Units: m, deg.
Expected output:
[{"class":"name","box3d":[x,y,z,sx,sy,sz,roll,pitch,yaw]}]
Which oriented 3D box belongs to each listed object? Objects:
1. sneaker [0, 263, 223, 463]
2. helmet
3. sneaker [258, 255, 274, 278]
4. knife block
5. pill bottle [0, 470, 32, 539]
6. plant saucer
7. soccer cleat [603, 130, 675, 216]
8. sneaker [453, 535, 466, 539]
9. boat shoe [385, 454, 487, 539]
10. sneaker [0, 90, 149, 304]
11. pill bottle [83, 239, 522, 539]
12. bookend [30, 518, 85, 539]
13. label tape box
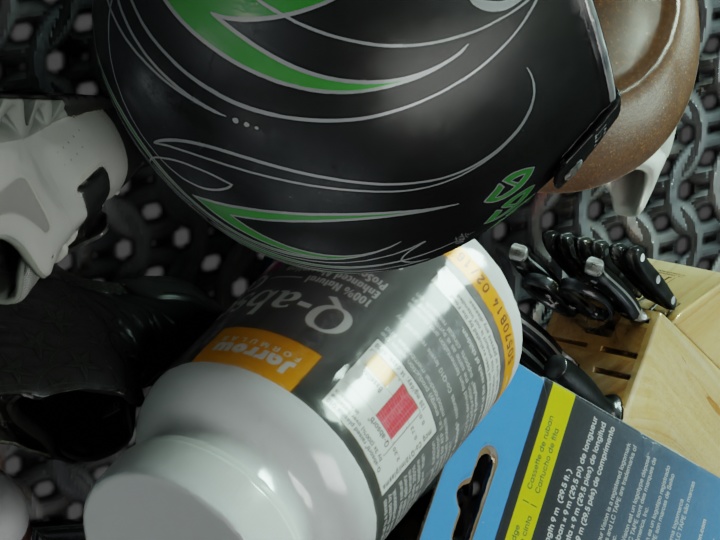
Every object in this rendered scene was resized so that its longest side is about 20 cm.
[{"class":"sneaker","box3d":[-0.120,0.046,1.083,0.060,0.104,0.199,-44,142,23]},{"class":"helmet","box3d":[-0.010,-0.097,1.016,0.190,0.200,0.201,-23,120,-2]},{"class":"sneaker","box3d":[0.000,0.000,1.185,0.074,0.082,0.201,-9,114,-33]},{"class":"knife block","box3d":[0.125,0.070,1.275,0.175,0.064,0.201,-30,123,-45]},{"class":"pill bottle","box3d":[-0.193,0.156,1.084,0.109,0.109,0.201,-17,115,-29]},{"class":"plant saucer","box3d":[0.080,-0.136,1.155,0.199,0.037,0.201,9,69,-23]},{"class":"soccer cleat","box3d":[0.086,-0.083,1.221,0.199,0.069,0.078,19,77,-41]},{"class":"sneaker","box3d":[0.089,0.169,1.294,0.199,0.074,0.088,-16,112,-35]},{"class":"boat shoe","box3d":[0.017,0.112,1.216,0.200,0.060,0.076,-27,155,-41]},{"class":"sneaker","box3d":[-0.143,-0.033,1.039,0.200,0.074,0.089,-10,102,-65]},{"class":"pill bottle","box3d":[-0.023,0.064,1.057,0.200,0.116,0.117,-47,130,-43]},{"class":"bookend","box3d":[-0.080,0.240,1.136,0.092,0.200,0.200,-1,107,-35]},{"class":"label tape box","box3d":[0.093,0.141,1.202,0.200,0.063,0.145,31,69,-29]}]
